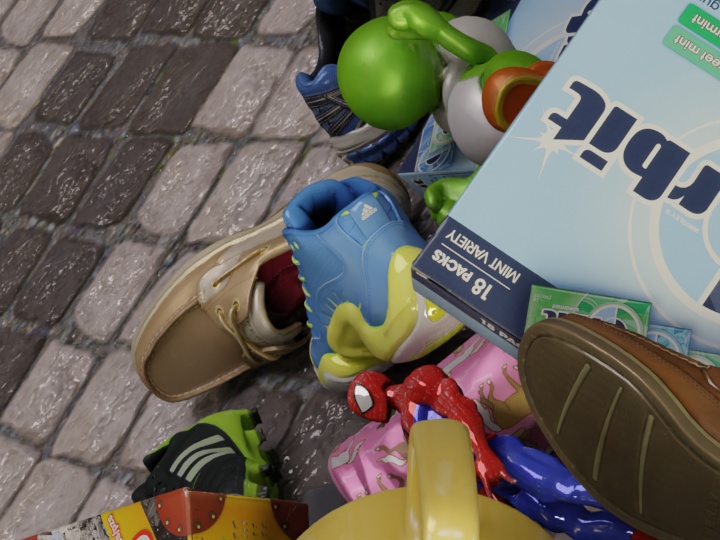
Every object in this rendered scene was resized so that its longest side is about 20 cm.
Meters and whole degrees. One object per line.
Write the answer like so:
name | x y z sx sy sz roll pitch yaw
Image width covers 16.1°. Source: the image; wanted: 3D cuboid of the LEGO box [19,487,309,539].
LEGO box | -0.093 0.217 1.210 0.148 0.077 0.202 -22 66 46

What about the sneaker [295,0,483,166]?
sneaker | 0.019 -0.165 1.586 0.077 0.085 0.201 -14 44 45

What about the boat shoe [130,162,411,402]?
boat shoe | -0.055 0.016 1.484 0.200 0.074 0.069 -39 25 15

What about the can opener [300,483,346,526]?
can opener | 0.007 0.185 1.248 0.066 0.054 0.201 -8 38 3

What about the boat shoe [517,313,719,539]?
boat shoe | 0.155 0.080 1.083 0.068 0.072 0.200 -26 53 -38

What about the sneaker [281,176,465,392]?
sneaker | 0.000 0.000 1.351 0.076 0.105 0.200 -35 2 -21

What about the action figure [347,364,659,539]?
action figure | 0.071 0.094 1.160 0.199 0.066 0.052 31 70 34

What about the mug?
mug | 0.020 0.178 1.057 0.149 0.187 0.153 -27 22 11

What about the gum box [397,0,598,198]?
gum box | 0.131 -0.113 1.417 0.199 0.045 0.171 -1 55 52

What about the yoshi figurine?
yoshi figurine | 0.048 -0.088 1.352 0.113 0.112 0.200 -54 27 6

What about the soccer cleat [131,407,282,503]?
soccer cleat | -0.079 0.127 1.359 0.081 0.068 0.200 -23 13 -2

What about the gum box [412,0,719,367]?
gum box | 0.149 -0.030 1.176 0.201 0.169 0.045 -54 -11 -11

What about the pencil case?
pencil case | 0.073 0.060 1.256 0.200 0.086 0.083 -43 59 8
